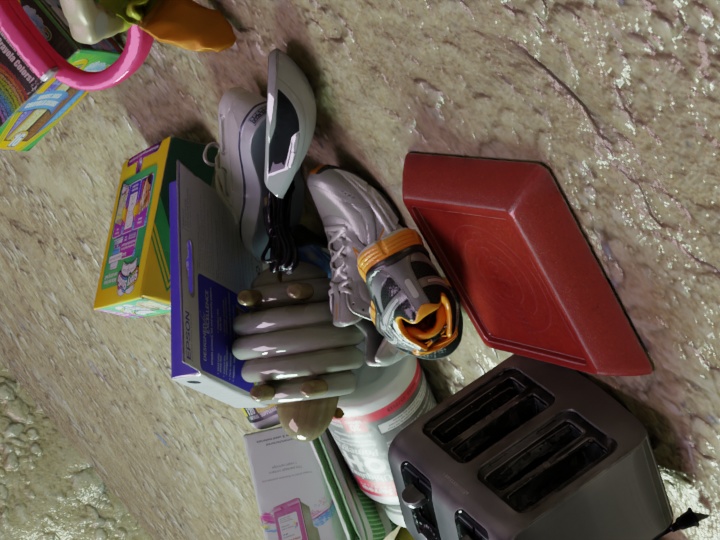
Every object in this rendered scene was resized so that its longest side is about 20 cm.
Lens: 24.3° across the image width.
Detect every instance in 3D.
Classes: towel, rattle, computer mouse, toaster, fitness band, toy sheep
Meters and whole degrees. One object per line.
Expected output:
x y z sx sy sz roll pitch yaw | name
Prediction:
-0.003 0.213 1.776 0.153 0.023 0.200 67 -167 2 | towel
-0.193 -0.292 1.446 0.143 0.130 0.200 21 119 34 | rattle
-0.063 -0.103 1.468 0.110 0.044 0.200 -90 4 -49 | computer mouse
0.147 0.178 1.387 0.181 0.200 0.119 38 155 49 | toaster
-0.285 -0.265 1.600 0.144 0.037 0.200 -36 93 26 | fitness band
-0.060 0.061 1.566 0.138 0.138 0.200 170 97 -67 | toy sheep

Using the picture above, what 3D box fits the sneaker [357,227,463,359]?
0.051 0.040 1.424 0.077 0.078 0.200 59 -177 28 | sneaker

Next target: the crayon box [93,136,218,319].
-0.221 -0.041 1.787 0.058 0.173 0.200 13 171 -21 | crayon box

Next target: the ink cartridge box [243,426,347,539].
-0.047 0.263 1.805 0.145 0.085 0.200 6 -108 -73 | ink cartridge box

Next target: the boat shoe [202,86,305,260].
-0.110 -0.097 1.591 0.086 0.075 0.202 39 154 28 | boat shoe

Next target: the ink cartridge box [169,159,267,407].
-0.146 0.018 1.598 0.200 0.043 0.198 41 -137 -65 | ink cartridge box

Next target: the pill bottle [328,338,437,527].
0.032 0.165 1.686 0.111 0.111 0.200 27 150 47 | pill bottle

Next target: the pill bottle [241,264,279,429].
-0.114 0.062 1.801 0.200 0.112 0.112 60 159 -5 | pill bottle

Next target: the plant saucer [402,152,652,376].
0.121 0.001 1.334 0.200 0.037 0.200 11 136 59 | plant saucer

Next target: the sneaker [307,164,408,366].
0.000 0.000 1.501 0.200 0.092 0.076 58 158 -17 | sneaker

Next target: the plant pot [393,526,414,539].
0.099 0.340 1.801 0.200 0.142 0.200 42 157 22 | plant pot

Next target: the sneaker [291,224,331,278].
-0.050 0.038 1.673 0.079 0.089 0.200 36 153 33 | sneaker

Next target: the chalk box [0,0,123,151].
-0.337 -0.232 1.716 0.125 0.200 0.124 50 -168 6 | chalk box
